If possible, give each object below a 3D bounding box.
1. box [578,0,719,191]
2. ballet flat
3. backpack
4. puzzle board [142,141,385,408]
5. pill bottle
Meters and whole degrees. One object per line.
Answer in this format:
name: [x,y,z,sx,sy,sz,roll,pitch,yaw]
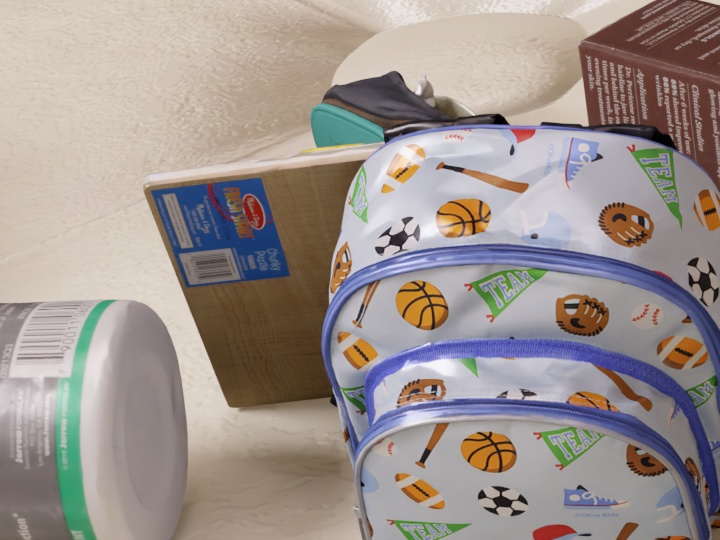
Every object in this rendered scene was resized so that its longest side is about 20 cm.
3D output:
box: [0.200,-0.058,1.365,0.075,0.101,0.200,-29,34,-32]
ballet flat: [0.043,-0.055,1.447,0.073,0.073,0.200,-20,27,-19]
backpack: [0.067,0.033,1.141,0.199,0.191,0.154,-5,45,10]
puzzle board: [0.000,0.000,1.237,0.150,0.200,0.017,-6,60,6]
pill bottle: [-0.182,0.071,1.230,0.199,0.114,0.113,-2,28,15]
